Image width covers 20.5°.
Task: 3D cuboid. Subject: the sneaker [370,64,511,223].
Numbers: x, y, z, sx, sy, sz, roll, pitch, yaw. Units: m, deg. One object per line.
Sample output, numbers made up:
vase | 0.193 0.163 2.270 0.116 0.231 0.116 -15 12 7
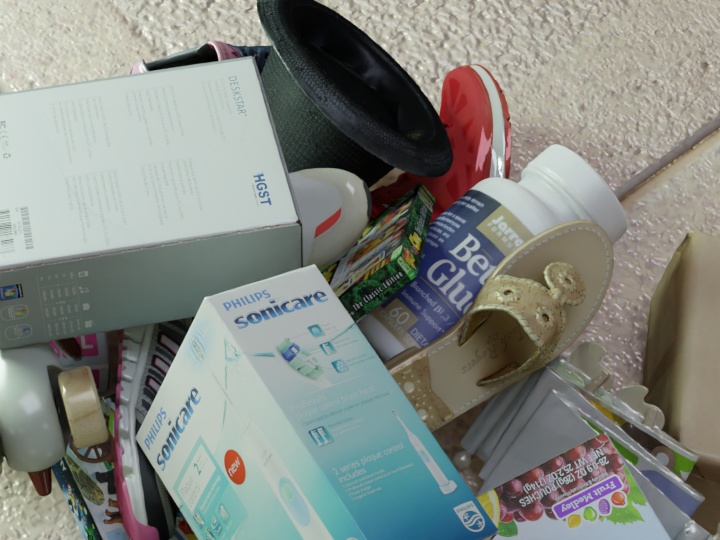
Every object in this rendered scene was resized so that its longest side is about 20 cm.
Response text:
sneaker | 0.051 -0.077 1.498 0.115 0.079 0.201 5 53 -14

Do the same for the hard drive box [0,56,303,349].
hard drive box | -0.148 -0.045 1.263 0.199 0.077 0.156 -9 49 -9

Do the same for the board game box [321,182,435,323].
board game box | 0.000 0.000 1.350 0.023 0.105 0.200 48 14 -8

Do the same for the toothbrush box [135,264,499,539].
toothbrush box | -0.031 0.122 1.156 0.085 0.147 0.200 -16 62 -36

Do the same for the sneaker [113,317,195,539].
sneaker | -0.114 0.088 1.285 0.087 0.074 0.201 3 50 -6

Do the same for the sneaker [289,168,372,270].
sneaker | -0.092 -0.024 1.346 0.199 0.093 0.071 -10 86 18

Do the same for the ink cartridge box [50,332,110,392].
ink cartridge box | -0.244 -0.005 1.382 0.119 0.042 0.201 -4 55 -13

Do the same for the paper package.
paper package | 0.302 0.096 1.430 0.190 0.104 0.201 16 52 -4

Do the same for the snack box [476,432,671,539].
snack box | 0.106 0.221 1.229 0.199 0.068 0.169 -25 65 -8

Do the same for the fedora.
fedora | -0.025 -0.112 1.438 0.200 0.092 0.201 37 19 -15

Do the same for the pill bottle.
pill bottle | 0.088 0.006 1.387 0.200 0.111 0.111 -42 73 -11

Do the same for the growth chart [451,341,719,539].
growth chart | 0.157 0.144 1.343 0.200 0.145 0.018 48 15 17

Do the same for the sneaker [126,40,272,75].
sneaker | -0.091 -0.142 1.499 0.199 0.082 0.070 -20 64 -28

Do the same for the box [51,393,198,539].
box | -0.109 0.165 1.304 0.136 0.038 0.201 -17 62 -26

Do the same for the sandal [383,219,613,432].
sandal | 0.095 0.048 1.295 0.211 0.070 0.078 -36 106 -9

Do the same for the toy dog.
toy dog | -0.219 0.065 1.280 0.131 0.097 0.201 2 48 0
